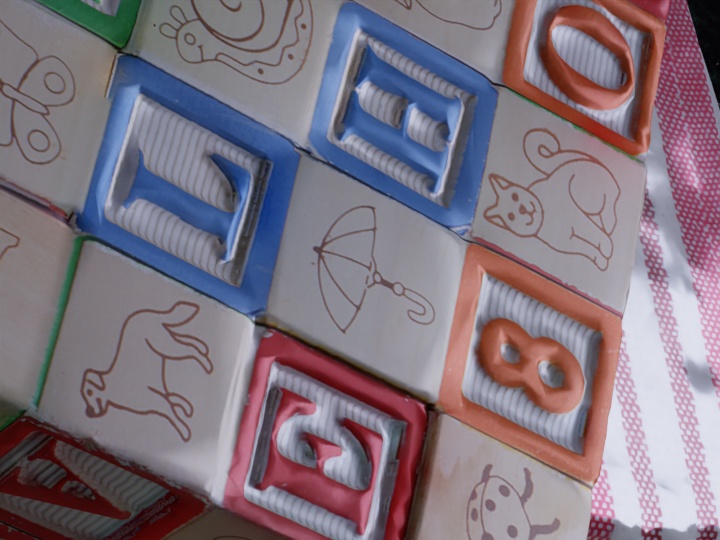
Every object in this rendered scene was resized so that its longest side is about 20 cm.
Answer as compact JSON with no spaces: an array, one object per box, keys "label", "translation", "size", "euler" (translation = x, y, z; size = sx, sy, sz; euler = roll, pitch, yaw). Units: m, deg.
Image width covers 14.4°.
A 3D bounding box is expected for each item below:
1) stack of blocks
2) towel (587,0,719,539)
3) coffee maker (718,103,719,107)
[{"label":"stack of blocks","translation":[-0.016,-0.041,0.440],"size":[0.059,0.115,0.200],"euler":[-35,-146,49]},{"label":"towel","translation":[-0.002,-0.020,0.514],"size":[0.200,0.030,0.146],"euler":[11,60,-40]},{"label":"coffee maker","translation":[0.036,-0.016,1.063],"size":[0.135,0.192,0.200],"euler":[51,-1,-20]}]
